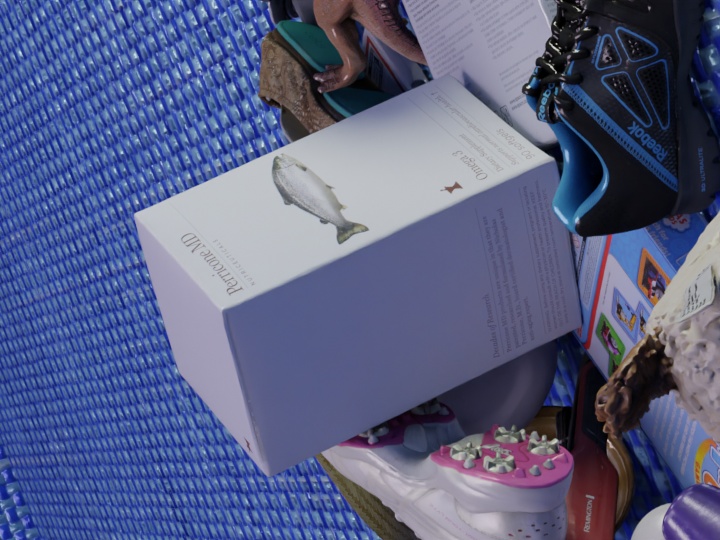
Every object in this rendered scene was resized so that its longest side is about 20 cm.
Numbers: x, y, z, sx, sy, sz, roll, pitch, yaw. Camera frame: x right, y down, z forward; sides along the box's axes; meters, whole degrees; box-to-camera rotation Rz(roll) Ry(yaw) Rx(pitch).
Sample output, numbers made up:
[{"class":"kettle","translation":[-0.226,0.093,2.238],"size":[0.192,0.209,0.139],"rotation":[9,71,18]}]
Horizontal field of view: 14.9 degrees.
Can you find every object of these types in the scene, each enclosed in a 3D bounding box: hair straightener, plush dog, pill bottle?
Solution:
[{"class":"hair straightener","translation":[0.115,0.112,1.532],"size":[0.077,0.041,0.200],"rotation":[109,168,-47]},{"class":"plush dog","translation":[0.211,0.055,1.200],"size":[0.172,0.161,0.200],"rotation":[40,162,-1]},{"class":"pill bottle","translation":[0.024,0.020,1.639],"size":[0.200,0.112,0.112],"rotation":[45,151,50]}]

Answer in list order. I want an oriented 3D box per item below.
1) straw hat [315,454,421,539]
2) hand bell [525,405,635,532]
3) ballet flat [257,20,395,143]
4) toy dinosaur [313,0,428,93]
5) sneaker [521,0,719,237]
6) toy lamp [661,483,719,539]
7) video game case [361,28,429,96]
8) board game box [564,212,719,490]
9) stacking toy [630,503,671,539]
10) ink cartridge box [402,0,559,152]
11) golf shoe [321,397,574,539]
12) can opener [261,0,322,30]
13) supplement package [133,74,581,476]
[{"class":"straw hat","translation":[0.048,0.087,1.736],"size":[0.085,0.201,0.201],"rotation":[-39,68,26]},{"class":"hand bell","translation":[0.122,0.175,1.677],"size":[0.104,0.104,0.200],"rotation":[56,170,32]},{"class":"ballet flat","translation":[-0.011,-0.090,1.672],"size":[0.200,0.070,0.065],"rotation":[-128,49,-60]},{"class":"toy dinosaur","translation":[-0.010,-0.193,1.602],"size":[0.200,0.086,0.136],"rotation":[55,153,22]},{"class":"sneaker","translation":[0.120,-0.109,1.326],"size":[0.073,0.082,0.200],"rotation":[34,141,62]},{"class":"toy lamp","translation":[0.228,0.172,1.337],"size":[0.200,0.058,0.058],"rotation":[37,148,33]},{"class":"video game case","translation":[0.051,-0.040,1.700],"size":[0.200,0.017,0.143],"rotation":[58,159,28]},{"class":"board game box","translation":[0.169,0.040,1.429],"size":[0.200,0.037,0.151],"rotation":[57,160,29]},{"class":"stacking toy","translation":[0.170,0.205,1.479],"size":[0.146,0.146,0.200],"rotation":[48,146,46]},{"class":"ink cartridge box","translation":[0.068,-0.159,1.476],"size":[0.200,0.043,0.196],"rotation":[68,164,1]},{"class":"golf shoe","translation":[0.039,0.121,1.476],"size":[0.200,0.075,0.092],"rotation":[18,119,55]},{"class":"can opener","translation":[-0.045,-0.243,1.713],"size":[0.067,0.053,0.200],"rotation":[12,128,29]},{"class":"supplement package","translation":[0.000,0.000,1.477],"size":[0.117,0.200,0.117],"rotation":[44,154,49]}]
